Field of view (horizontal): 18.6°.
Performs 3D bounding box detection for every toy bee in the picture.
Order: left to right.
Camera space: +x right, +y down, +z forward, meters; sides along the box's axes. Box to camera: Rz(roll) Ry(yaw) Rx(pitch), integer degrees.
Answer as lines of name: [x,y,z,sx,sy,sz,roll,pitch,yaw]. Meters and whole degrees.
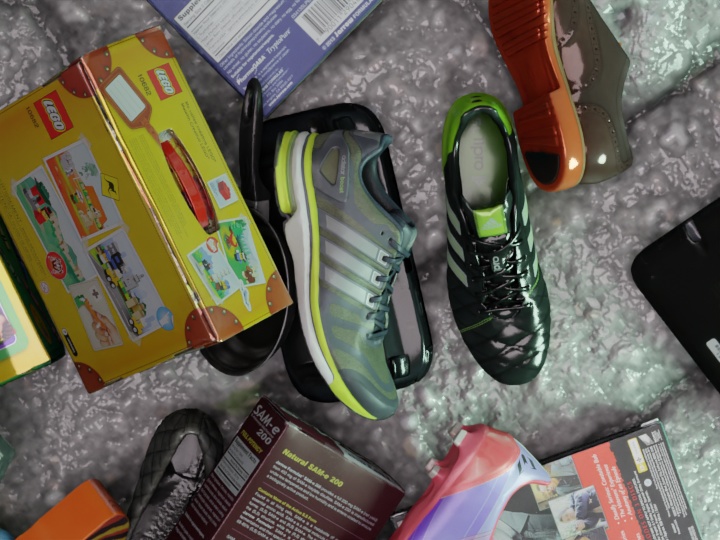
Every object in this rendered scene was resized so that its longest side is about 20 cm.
toy bee: [-0.246,0.223,1.512,0.199,0.109,0.131,-17,61,-2]

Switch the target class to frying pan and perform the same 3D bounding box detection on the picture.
frying pan: [-0.083,-0.023,1.488,0.031,0.115,0.191,1,78,-40]

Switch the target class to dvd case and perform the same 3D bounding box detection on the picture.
dvd case: [0.137,0.202,1.521,0.199,0.022,0.146,-21,94,4]

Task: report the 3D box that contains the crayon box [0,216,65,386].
crayon box: [-0.300,-0.005,1.504,0.118,0.058,0.201,-24,94,5]

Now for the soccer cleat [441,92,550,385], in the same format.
soccer cleat: [0.087,-0.019,1.473,0.067,0.081,0.201,-9,95,4]

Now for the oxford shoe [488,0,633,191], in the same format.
oxford shoe: [0.136,-0.155,1.477,0.072,0.071,0.201,-9,91,-26]

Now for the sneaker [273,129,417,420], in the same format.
sneaker: [0.000,0.000,1.444,0.081,0.074,0.201,-12,96,15]

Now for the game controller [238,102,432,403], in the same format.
game controller: [-0.018,-0.011,1.506,0.104,0.042,0.201,-11,94,18]

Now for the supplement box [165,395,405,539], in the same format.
supplement box: [-0.073,0.198,1.485,0.109,0.061,0.200,34,92,-27]

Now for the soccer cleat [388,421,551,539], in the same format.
soccer cleat: [0.048,0.195,1.485,0.076,0.067,0.200,33,95,-3]

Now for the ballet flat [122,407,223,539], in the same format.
ballet flat: [-0.139,0.191,1.515,0.066,0.057,0.201,11,96,2]

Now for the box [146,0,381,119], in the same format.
box: [-0.093,-0.215,1.488,0.121,0.032,0.200,-45,93,5]

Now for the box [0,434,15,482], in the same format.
box: [-0.354,0.101,1.422,0.199,0.086,0.164,0,140,33]

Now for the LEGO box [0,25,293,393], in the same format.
LEGO box: [-0.155,-0.037,1.447,0.149,0.077,0.201,-22,95,45]

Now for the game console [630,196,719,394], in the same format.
game console: [0.317,0.013,1.497,0.176,0.116,0.200,-37,92,35]
